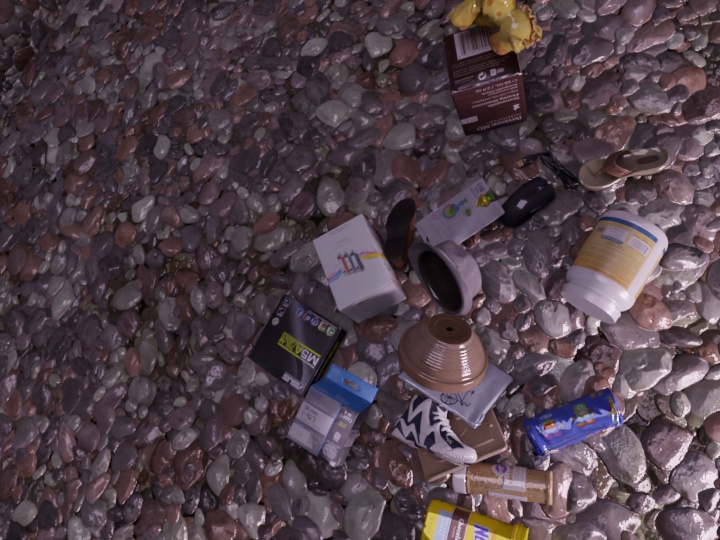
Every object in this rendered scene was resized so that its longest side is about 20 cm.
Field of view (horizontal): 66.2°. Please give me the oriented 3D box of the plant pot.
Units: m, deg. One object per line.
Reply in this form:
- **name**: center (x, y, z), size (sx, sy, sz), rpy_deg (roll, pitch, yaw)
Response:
- **plant pot**: center (0.184, 0.159, 1.197), size (0.198, 0.093, 0.202), rpy_deg (5, 35, -4)

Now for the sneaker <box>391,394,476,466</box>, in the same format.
- **sneaker**: center (0.168, 0.315, 1.148), size (0.198, 0.079, 0.131), rpy_deg (2, 61, 50)

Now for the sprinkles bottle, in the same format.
- **sprinkles bottle**: center (0.293, 0.436, 1.143), size (0.198, 0.068, 0.069), rpy_deg (0, 74, 20)

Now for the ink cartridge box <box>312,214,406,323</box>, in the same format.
- **ink cartridge box**: center (0.000, 0.000, 1.348), size (0.144, 0.145, 0.202), rpy_deg (-26, 67, 11)

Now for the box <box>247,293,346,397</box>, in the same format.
- **box**: center (-0.163, 0.189, 1.407), size (0.199, 0.048, 0.194), rpy_deg (29, 83, 26)

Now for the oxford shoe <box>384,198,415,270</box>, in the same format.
- **oxford shoe**: center (0.104, -0.092, 1.387), size (0.071, 0.071, 0.202), rpy_deg (-1, 57, 26)

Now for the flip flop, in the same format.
- **flip flop**: center (0.591, -0.238, 1.245), size (0.198, 0.058, 0.082), rpy_deg (-11, 70, 18)

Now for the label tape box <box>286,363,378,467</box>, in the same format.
- **label tape box**: center (-0.067, 0.338, 1.314), size (0.143, 0.063, 0.202), rpy_deg (23, 83, 25)

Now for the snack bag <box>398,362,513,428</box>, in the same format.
- **snack bag**: center (0.211, 0.233, 1.197), size (0.199, 0.022, 0.188), rpy_deg (29, 41, 27)

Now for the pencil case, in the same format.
- **pencil case**: center (0.431, 0.311, 1.122), size (0.199, 0.078, 0.087), rpy_deg (-26, 37, 12)

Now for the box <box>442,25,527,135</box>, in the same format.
- **box**: center (0.306, -0.466, 1.346), size (0.164, 0.200, 0.166), rpy_deg (-12, 70, 17)

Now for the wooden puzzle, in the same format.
- **wooden puzzle**: center (0.205, 0.341, 1.197), size (0.184, 0.046, 0.201), rpy_deg (-27, 40, 11)

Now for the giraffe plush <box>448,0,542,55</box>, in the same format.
- **giraffe plush**: center (0.312, -0.542, 1.187), size (0.172, 0.200, 0.163), rpy_deg (-36, 98, -6)

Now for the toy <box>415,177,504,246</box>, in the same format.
- **toy**: center (0.244, -0.120, 1.343), size (0.199, 0.047, 0.116), rpy_deg (-36, 58, 19)

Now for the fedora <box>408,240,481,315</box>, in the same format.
- **fedora**: center (0.207, 0.001, 1.273), size (0.090, 0.177, 0.201), rpy_deg (-31, 79, -22)

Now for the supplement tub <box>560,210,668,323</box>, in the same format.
- **supplement tub**: center (0.523, -0.007, 1.150), size (0.144, 0.145, 0.201), rpy_deg (32, 86, 26)

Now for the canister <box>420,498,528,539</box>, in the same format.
- **canister**: center (0.225, 0.566, 1.120), size (0.198, 0.087, 0.150), rpy_deg (10, 77, 25)

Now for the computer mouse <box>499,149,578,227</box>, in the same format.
- **computer mouse**: center (0.400, -0.205, 1.314), size (0.199, 0.046, 0.141), rpy_deg (-33, 66, 9)
